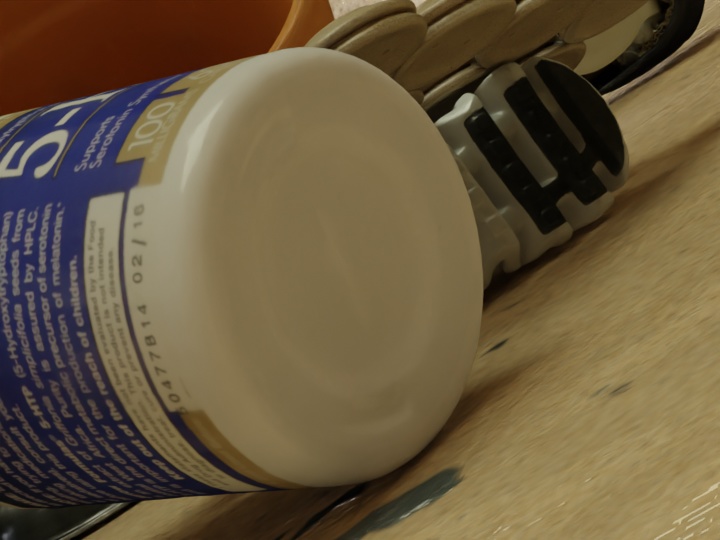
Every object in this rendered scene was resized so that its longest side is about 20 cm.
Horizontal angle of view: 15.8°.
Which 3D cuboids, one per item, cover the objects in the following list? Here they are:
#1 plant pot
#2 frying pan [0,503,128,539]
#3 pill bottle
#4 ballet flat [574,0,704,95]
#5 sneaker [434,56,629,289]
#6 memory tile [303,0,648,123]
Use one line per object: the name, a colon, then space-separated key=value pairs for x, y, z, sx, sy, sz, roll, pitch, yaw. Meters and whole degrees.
plant pot: x=-0.090 y=-0.043 z=1.079 sx=0.200 sy=0.140 sz=0.200 roll=-15 pitch=39 yaw=13
frying pan: x=-0.089 y=0.062 z=1.032 sx=0.115 sy=0.031 sz=0.190 roll=-30 pitch=10 yaw=18
pill bottle: x=-0.075 y=0.009 z=0.756 sx=0.200 sy=0.120 sz=0.120 roll=-9 pitch=21 yaw=41
ballet flat: x=0.067 y=-0.086 z=1.179 sx=0.200 sy=0.073 sz=0.073 roll=-30 pitch=7 yaw=7
sneaker: x=0.000 y=0.000 z=0.889 sx=0.200 sy=0.075 sz=0.081 roll=-27 pitch=-4 yaw=-25
memory tile: x=0.013 y=-0.057 z=0.893 sx=0.200 sy=0.017 sz=0.153 roll=-20 pitch=-18 yaw=-50
